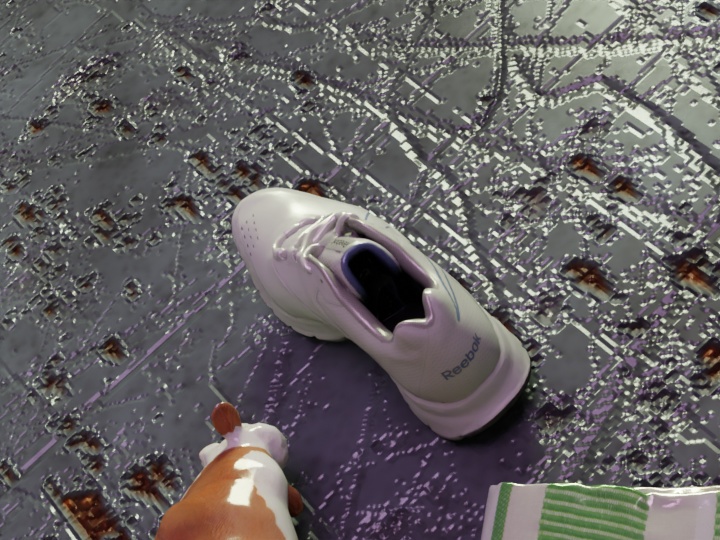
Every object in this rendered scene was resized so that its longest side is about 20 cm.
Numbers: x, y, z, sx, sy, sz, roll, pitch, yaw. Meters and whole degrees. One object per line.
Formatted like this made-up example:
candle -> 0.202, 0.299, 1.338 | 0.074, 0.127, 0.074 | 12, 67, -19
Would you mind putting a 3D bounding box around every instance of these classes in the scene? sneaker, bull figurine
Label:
sneaker -> 0.000, 0.000, 0.893 | 0.075, 0.087, 0.200 | -48, 45, -10
bull figurine -> -0.063, 0.152, 0.823 | 0.121, 0.065, 0.200 | -36, 43, 5

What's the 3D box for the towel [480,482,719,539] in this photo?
towel -> 0.132, 0.153, 0.738 | 0.199, 0.023, 0.153 | -3, 54, 26
